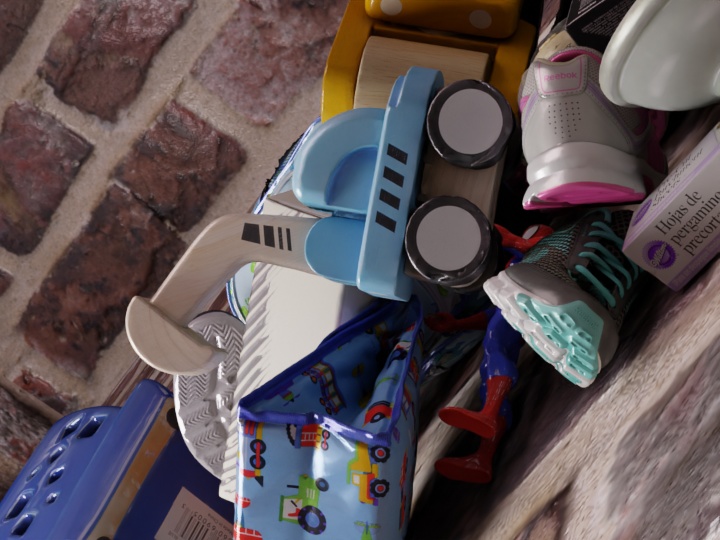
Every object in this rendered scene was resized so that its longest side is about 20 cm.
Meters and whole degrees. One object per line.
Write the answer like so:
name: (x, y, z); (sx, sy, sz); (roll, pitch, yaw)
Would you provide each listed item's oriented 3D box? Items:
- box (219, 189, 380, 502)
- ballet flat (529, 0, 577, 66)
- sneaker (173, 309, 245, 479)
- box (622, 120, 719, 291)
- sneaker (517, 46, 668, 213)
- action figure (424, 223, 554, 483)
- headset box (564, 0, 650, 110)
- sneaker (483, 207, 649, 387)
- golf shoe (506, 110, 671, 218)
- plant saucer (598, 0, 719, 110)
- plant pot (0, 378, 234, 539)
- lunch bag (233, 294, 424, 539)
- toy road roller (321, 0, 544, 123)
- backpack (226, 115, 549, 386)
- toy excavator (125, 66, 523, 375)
box: (-0.028, 0.052, 1.324); (0.082, 0.068, 0.201); (-18, -58, -59)
ballet flat: (0.133, -0.157, 1.362); (0.066, 0.057, 0.200); (-37, 8, 24)
sneaker: (-0.071, 0.106, 1.451); (0.077, 0.201, 0.112); (-20, 19, 4)
box: (0.205, -0.069, 1.061); (0.200, 0.039, 0.042); (-49, 8, 39)
sneaker: (0.132, -0.080, 1.197); (0.200, 0.081, 0.089); (-2, -93, -81)
action figure: (0.064, 0.030, 1.285); (0.200, 0.098, 0.066); (-60, -18, -46)
headset box: (0.211, -0.198, 1.291); (0.148, 0.077, 0.200); (-33, 17, 26)
sneaker: (0.119, 0.002, 1.153); (0.091, 0.078, 0.200); (-46, 5, 4)
golf shoe: (0.152, -0.097, 1.416); (0.092, 0.075, 0.200); (-51, 12, -34)
plant saucer: (0.213, -0.136, 1.075); (0.200, 0.050, 0.200); (-32, -17, -11)
plant pot: (-0.153, 0.211, 1.537); (0.180, 0.200, 0.200); (-35, 21, 49)
lunch bag: (0.001, 0.112, 1.256); (0.200, 0.094, 0.151); (-49, -34, -61)
toy road roller: (0.052, -0.176, 1.353); (0.201, 0.122, 0.147); (-73, -10, -48)
backpack: (0.000, 0.000, 1.437); (0.147, 0.183, 0.200); (-38, -12, -47)
toy excavator: (-0.019, -0.025, 1.206); (0.100, 0.199, 0.196); (21, -101, -80)
